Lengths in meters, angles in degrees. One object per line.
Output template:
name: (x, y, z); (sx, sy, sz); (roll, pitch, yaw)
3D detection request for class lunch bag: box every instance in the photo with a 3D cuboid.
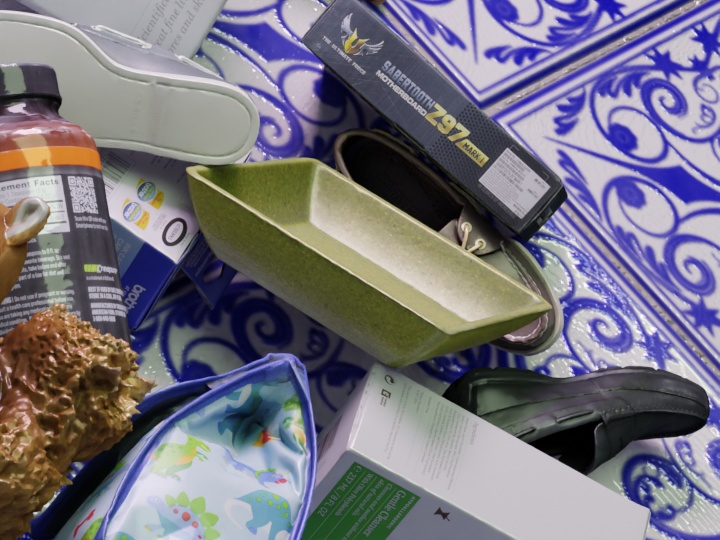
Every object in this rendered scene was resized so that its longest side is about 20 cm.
lunch bag: (-0.108, 0.151, 1.534); (0.127, 0.170, 0.200); (37, 42, -5)

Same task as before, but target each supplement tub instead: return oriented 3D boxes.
supplement tub: (-0.197, -0.017, 1.625); (0.107, 0.107, 0.201); (-3, 78, -36)

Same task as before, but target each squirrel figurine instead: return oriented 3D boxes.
squirrel figurine: (-0.215, 0.044, 1.476); (0.200, 0.142, 0.187); (35, 36, -4)

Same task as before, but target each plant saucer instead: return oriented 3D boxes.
plant saucer: (0.000, 0.000, 1.749); (0.200, 0.048, 0.200); (31, 15, 18)

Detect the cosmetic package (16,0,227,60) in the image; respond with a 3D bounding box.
cosmetic package: (-0.149, -0.246, 1.814); (0.165, 0.165, 0.200); (29, 14, -10)

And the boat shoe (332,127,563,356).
boat shoe: (0.055, -0.021, 1.864); (0.200, 0.072, 0.060); (47, 5, 16)

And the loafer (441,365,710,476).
loafer: (0.146, 0.104, 1.834); (0.200, 0.068, 0.071); (1, 61, -28)

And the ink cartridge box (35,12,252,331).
ink cartridge box: (-0.159, -0.056, 1.756); (0.200, 0.076, 0.137); (33, 41, -2)

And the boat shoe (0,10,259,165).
boat shoe: (-0.161, -0.114, 1.713); (0.199, 0.073, 0.062); (15, 14, -11)

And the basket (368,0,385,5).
basket: (-0.020, -0.324, 2.045); (0.149, 0.143, 0.200); (18, 45, -20)

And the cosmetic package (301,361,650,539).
cosmetic package: (0.064, 0.155, 1.698); (0.200, 0.108, 0.085); (29, 42, -8)

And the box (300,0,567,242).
box: (0.054, -0.103, 1.905); (0.200, 0.051, 0.158); (42, 2, 5)
